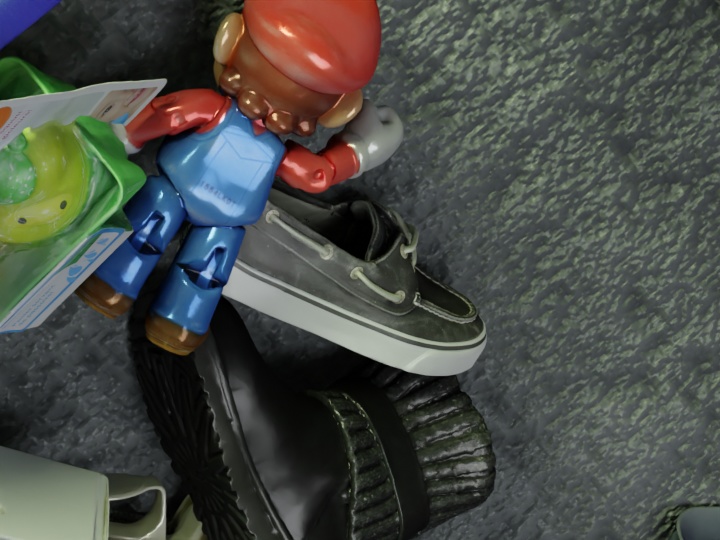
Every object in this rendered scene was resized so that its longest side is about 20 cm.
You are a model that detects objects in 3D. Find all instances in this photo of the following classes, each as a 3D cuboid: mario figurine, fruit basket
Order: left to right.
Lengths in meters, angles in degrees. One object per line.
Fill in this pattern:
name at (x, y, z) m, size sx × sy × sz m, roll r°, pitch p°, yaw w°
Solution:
fruit basket at (-0.183, -0.014, 1.297) m, size 0.185 × 0.094 × 0.200 m, roll -43°, pitch 176°, yaw 21°
mario figurine at (-0.061, -0.064, 1.414) m, size 0.200 × 0.106 × 0.123 m, roll -56°, pitch 147°, yaw 6°

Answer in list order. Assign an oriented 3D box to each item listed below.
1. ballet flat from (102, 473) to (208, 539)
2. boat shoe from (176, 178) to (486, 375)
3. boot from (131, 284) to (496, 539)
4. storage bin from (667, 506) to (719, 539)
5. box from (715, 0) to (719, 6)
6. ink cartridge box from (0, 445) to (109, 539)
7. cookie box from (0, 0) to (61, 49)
ballet flat at (-0.111, 0.145, 1.568) m, size 0.199 × 0.069 × 0.071 m, roll 13°, pitch 107°, yaw -37°
boat shoe at (0.000, 0.000, 1.512) m, size 0.200 × 0.071 × 0.064 m, roll 20°, pitch 114°, yaw -41°
boot at (-0.023, 0.069, 1.544) m, size 0.158 × 0.079 × 0.212 m, roll -33°, pitch 120°, yaw -25°
storage bin at (0.266, 0.247, 1.861) m, size 0.199 × 0.146 × 0.135 m, roll 2°, pitch 134°, yaw -35°
box at (0.297, -0.160, 1.483) m, size 0.199 × 0.200 × 0.131 m, roll -44°, pitch 137°, yaw 6°
ink cartridge box at (-0.221, 0.181, 1.468) m, size 0.144 × 0.085 × 0.201 m, roll 16°, pitch 120°, yaw -11°
cookie box at (-0.200, -0.164, 1.236) m, size 0.200 × 0.075 × 0.171 m, roll -38°, pitch 138°, yaw 1°
